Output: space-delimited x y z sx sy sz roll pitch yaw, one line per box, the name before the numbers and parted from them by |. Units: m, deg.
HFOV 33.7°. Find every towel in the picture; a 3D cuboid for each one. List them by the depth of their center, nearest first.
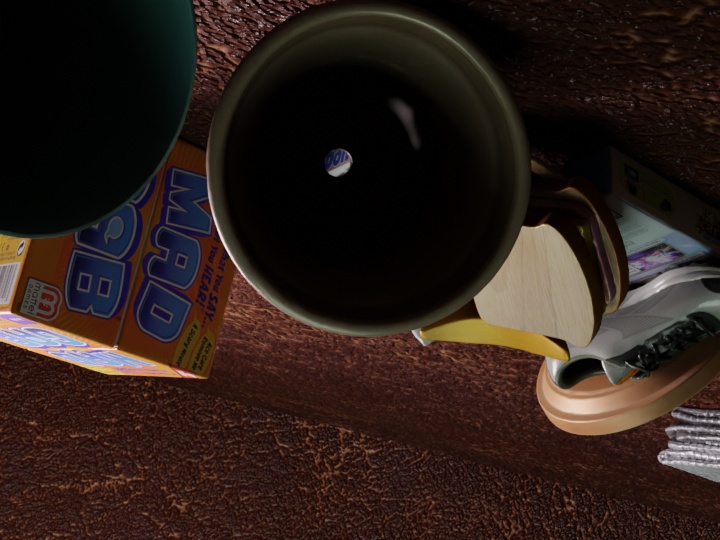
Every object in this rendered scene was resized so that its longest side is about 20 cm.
towel | 0.548 0.252 1.685 0.165 0.087 0.199 22 163 -37

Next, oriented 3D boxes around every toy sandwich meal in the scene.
toy sandwich meal | 0.099 -0.006 0.877 0.203 0.070 0.207 20 135 20

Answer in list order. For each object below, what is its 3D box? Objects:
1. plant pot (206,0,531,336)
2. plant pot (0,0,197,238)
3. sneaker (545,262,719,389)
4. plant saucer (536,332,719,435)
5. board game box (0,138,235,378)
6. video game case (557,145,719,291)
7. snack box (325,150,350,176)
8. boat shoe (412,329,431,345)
plant pot | -0.007 -0.069 0.784 0.198 0.202 0.175 17 -176 -12
plant pot | -0.222 -0.135 0.689 0.160 0.202 0.200 18 172 40
sneaker | 0.234 0.049 0.942 0.199 0.080 0.074 -17 145 36
plant saucer | 0.239 0.062 1.036 0.032 0.200 0.200 53 151 -18
board game box | -0.250 -0.022 1.124 0.199 0.202 0.199 23 164 -35
video game case | 0.184 -0.014 0.962 0.180 0.046 0.199 24 148 -33
snack box | 0.021 -0.085 0.978 0.071 0.025 0.200 19 165 -23
boat shoe | 0.000 0.000 1.132 0.199 0.070 0.071 34 176 23
